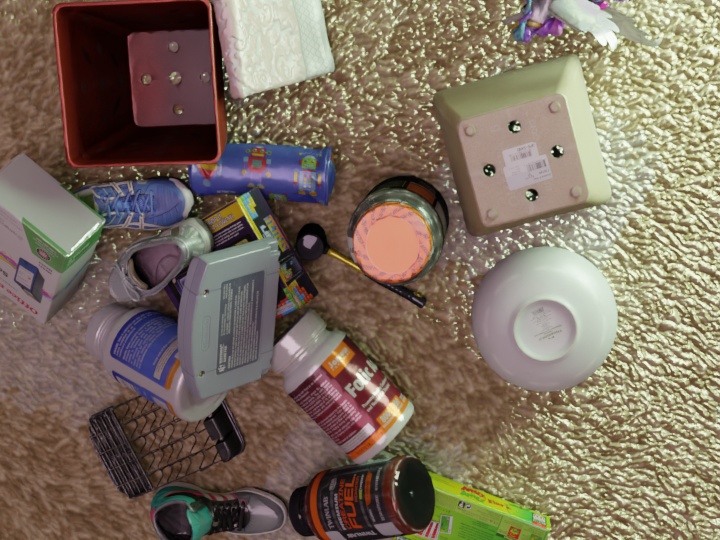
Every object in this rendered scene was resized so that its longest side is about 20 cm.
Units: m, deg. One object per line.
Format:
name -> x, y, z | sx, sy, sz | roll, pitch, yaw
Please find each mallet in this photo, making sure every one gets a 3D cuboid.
mallet -> 0.000, 0.000, 1.578 | 0.199, 0.066, 0.041 | 30, 105, 0

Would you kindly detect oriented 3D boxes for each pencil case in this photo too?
pencil case -> -0.131, -0.131, 1.562 | 0.198, 0.087, 0.079 | 4, 73, 5

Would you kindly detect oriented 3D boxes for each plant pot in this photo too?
plant pot -> -0.263, -0.245, 1.506 | 0.198, 0.176, 0.201 | -1, 101, 7
plant pot -> 0.203, -0.148, 1.464 | 0.198, 0.177, 0.201 | -14, 99, 10

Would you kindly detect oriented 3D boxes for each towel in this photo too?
towel -> -0.113, -0.330, 1.469 | 0.032, 0.191, 0.201 | -2, 104, 38

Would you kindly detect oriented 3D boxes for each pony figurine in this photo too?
pony figurine -> 0.278, -0.355, 1.442 | 0.193, 0.166, 0.201 | 31, 110, 33

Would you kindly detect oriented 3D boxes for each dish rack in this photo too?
dish rack -> -0.284, 0.235, 1.671 | 0.199, 0.055, 0.154 | -24, 96, 13

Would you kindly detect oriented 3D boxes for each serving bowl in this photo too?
serving bowl -> 0.246, 0.072, 1.561 | 0.198, 0.066, 0.202 | 1, 101, 7

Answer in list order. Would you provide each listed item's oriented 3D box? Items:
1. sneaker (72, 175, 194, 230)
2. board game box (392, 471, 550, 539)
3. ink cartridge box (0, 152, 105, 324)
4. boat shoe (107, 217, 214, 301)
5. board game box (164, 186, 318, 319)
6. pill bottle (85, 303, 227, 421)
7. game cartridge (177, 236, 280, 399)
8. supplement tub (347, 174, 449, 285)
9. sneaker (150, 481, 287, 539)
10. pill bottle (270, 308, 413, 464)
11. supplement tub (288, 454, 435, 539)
sneaker -> -0.317, -0.084, 1.578 | 0.199, 0.077, 0.076 | -5, 100, 22
board game box -> 0.156, 0.364, 1.641 | 0.199, 0.048, 0.102 | 20, 104, 3
ink cartridge box -> -0.440, -0.038, 1.566 | 0.145, 0.088, 0.200 | 38, 144, 0
boat shoe -> -0.278, -0.008, 1.550 | 0.201, 0.065, 0.075 | -24, 98, 38
board game box -> -0.176, 0.003, 1.569 | 0.199, 0.057, 0.166 | -25, 97, 37
pill bottle -> -0.278, 0.117, 1.587 | 0.199, 0.112, 0.113 | 24, 106, 32
game cartridge -> -0.167, 0.061, 1.473 | 0.041, 0.133, 0.201 | 30, 126, 37
supplement tub -> 0.049, -0.052, 1.492 | 0.122, 0.200, 0.123 | 2, 102, 8
sneaker -> -0.209, 0.351, 1.648 | 0.198, 0.121, 0.084 | 4, 102, 6
pill bottle -> -0.033, 0.155, 1.589 | 0.114, 0.114, 0.200 | -43, 94, 13
supplement tub -> -0.003, 0.320, 1.604 | 0.199, 0.107, 0.108 | -18, 99, 34
